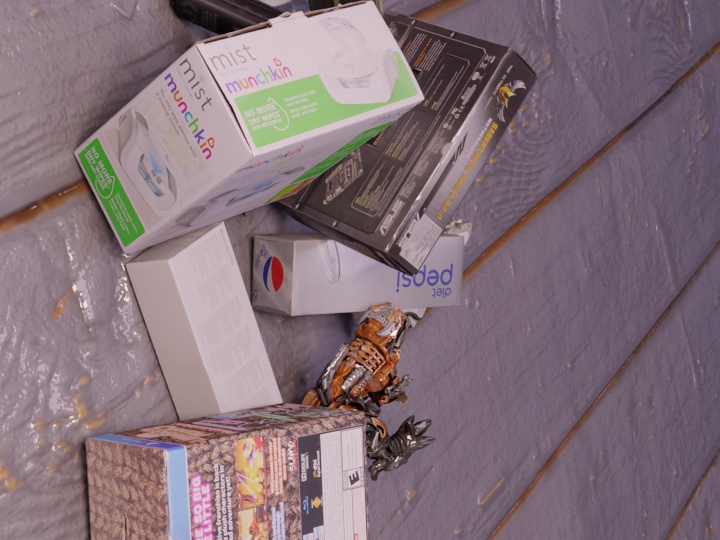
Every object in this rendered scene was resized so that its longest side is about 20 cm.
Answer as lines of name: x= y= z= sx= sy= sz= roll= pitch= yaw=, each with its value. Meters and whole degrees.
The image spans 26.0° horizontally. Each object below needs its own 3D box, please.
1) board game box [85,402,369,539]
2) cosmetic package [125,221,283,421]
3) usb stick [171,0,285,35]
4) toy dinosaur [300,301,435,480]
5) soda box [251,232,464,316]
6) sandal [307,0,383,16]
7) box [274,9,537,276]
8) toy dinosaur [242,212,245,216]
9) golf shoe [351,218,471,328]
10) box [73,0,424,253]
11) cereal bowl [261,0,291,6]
board game box: x=-0.095 y=0.194 z=1.178 sx=0.200 sy=0.097 sz=0.160 roll=-5 pitch=94 yaw=-45
cosmetic package: x=-0.121 y=0.069 z=1.266 sx=0.083 sy=0.051 sz=0.200 roll=-39 pitch=117 yaw=-51
usb stick: x=-0.062 y=-0.192 z=1.291 sx=0.055 sy=0.200 sz=0.033 roll=104 pitch=11 yaw=-71
toy dinosaur: x=-0.016 y=0.124 z=1.381 sx=0.102 sy=0.200 sz=0.136 roll=53 pitch=8 yaw=31
soda box: x=0.000 y=0.000 z=1.399 sx=0.200 sy=0.063 sz=0.068 roll=-2 pitch=97 yaw=-39
sandal: x=-0.012 y=-0.249 z=1.381 sx=0.057 sy=0.080 sz=0.201 roll=-87 pitch=176 yaw=-58
box: x=0.033 y=-0.111 z=1.312 sx=0.048 sy=0.158 sz=0.200 roll=38 pitch=81 yaw=-45
toy dinosaur: x=-0.094 y=-0.105 z=1.358 sx=0.200 sy=0.047 sz=0.088 roll=62 pitch=33 yaw=-24
golf shoe: x=0.046 y=0.005 z=1.551 sx=0.200 sy=0.078 sz=0.098 roll=-26 pitch=113 yaw=-48
box: x=-0.084 y=-0.113 z=1.191 sx=0.200 sy=0.176 sz=0.097 roll=-23 pitch=84 yaw=-47
cereal bowl: x=-0.085 y=-0.334 z=1.339 sx=0.200 sy=0.083 sz=0.200 roll=-34 pitch=141 yaw=-32
